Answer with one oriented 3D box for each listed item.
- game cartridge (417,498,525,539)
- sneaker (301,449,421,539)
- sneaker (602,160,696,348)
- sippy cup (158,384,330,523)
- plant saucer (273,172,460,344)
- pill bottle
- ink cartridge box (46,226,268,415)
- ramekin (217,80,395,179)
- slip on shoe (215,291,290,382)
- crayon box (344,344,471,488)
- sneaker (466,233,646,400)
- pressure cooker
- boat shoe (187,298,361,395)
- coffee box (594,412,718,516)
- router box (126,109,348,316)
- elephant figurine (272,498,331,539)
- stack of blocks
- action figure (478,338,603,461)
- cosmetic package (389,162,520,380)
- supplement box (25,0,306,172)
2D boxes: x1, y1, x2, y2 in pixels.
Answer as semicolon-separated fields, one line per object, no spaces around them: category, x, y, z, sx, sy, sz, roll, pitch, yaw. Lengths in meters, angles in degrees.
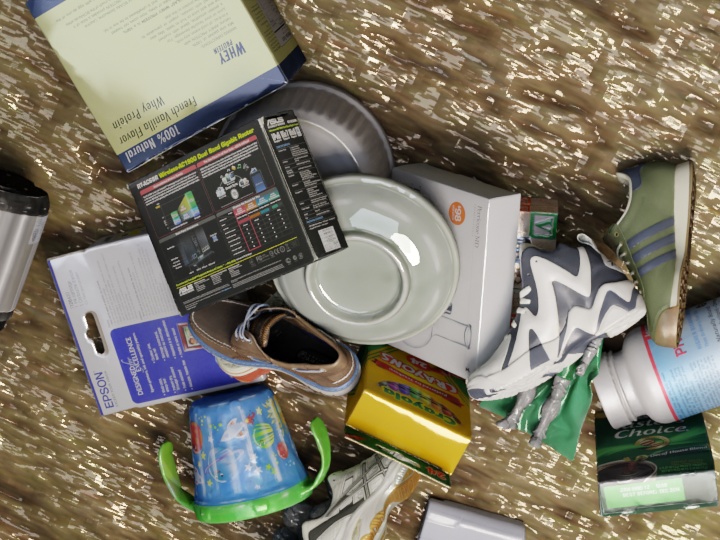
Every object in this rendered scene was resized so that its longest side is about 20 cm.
game cartridge;0.117;0.370;1.861;0.133;0.041;0.200;14;108;-2
sneaker;0.007;0.231;1.770;0.088;0.200;0.076;23;147;21
sneaker;0.297;-0.019;1.679;0.090;0.067;0.200;4;77;17
sippy cup;-0.131;0.199;1.796;0.178;0.140;0.130;-14;95;-16
plant saucer;0.000;0.000;1.638;0.200;0.050;0.200;5;121;8
pill bottle;0.350;0.097;1.711;0.200;0.109;0.109;-21;103;12
ink cartridge box;-0.223;0.048;1.800;0.200;0.047;0.198;-12;107;12
ramekin;-0.066;-0.094;1.704;0.200;0.105;0.200;2;107;6
slip on shoe;-0.067;0.055;1.760;0.200;0.061;0.074;-35;63;-8
crayon box;0.051;0.145;1.708;0.127;0.200;0.051;26;108;-7
sneaker;0.175;0.037;1.636;0.199;0.079;0.130;-35;71;18
pressure cooker;-0.441;-0.017;1.723;0.179;0.176;0.200;28;102;40
boat shoe;-0.094;0.065;1.684;0.200;0.072;0.072;17;69;17
coffee box;0.308;0.196;1.699;0.123;0.200;0.044;-7;104;10
router box;-0.125;-0.056;1.615;0.200;0.062;0.150;-21;91;37
elephant figurine;-0.053;0.349;1.787;0.155;0.200;0.142;-9;105;9
stack of blocks;0.177;0.024;1.735;0.115;0.059;0.200;4;107;6
action figure;0.211;0.086;1.689;0.118;0.055;0.200;28;103;17
cosmetic package;0.093;0.000;1.697;0.151;0.052;0.200;20;114;45
supplement box;-0.195;-0.244;1.658;0.200;0.134;0.200;-28;101;14
